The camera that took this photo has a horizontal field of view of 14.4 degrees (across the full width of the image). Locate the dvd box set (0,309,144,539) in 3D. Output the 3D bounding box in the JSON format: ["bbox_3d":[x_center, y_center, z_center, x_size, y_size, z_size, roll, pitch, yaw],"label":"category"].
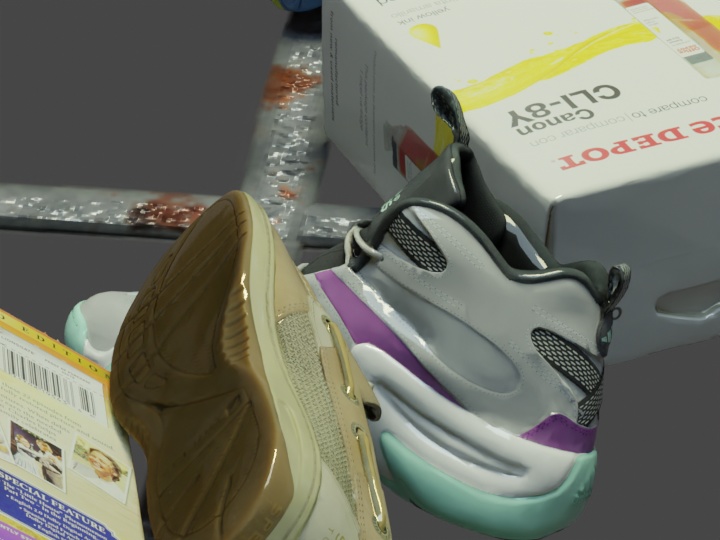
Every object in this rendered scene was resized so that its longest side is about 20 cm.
[{"bbox_3d":[-0.130,0.053,0.833,0.146,0.029,0.200,31,17,-22],"label":"dvd box set"}]

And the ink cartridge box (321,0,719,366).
[{"bbox_3d":[0.090,-0.057,1.140,0.145,0.083,0.200,-15,37,-21],"label":"ink cartridge box"}]

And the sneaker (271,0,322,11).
[{"bbox_3d":[-0.011,-0.186,1.352,0.083,0.071,0.200,1,39,-8],"label":"sneaker"}]

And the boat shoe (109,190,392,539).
[{"bbox_3d":[-0.030,0.044,0.898,0.065,0.072,0.200,36,16,-25],"label":"boat shoe"}]

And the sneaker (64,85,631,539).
[{"bbox_3d":[0.000,0.000,0.997,0.200,0.140,0.078,16,9,14],"label":"sneaker"}]
